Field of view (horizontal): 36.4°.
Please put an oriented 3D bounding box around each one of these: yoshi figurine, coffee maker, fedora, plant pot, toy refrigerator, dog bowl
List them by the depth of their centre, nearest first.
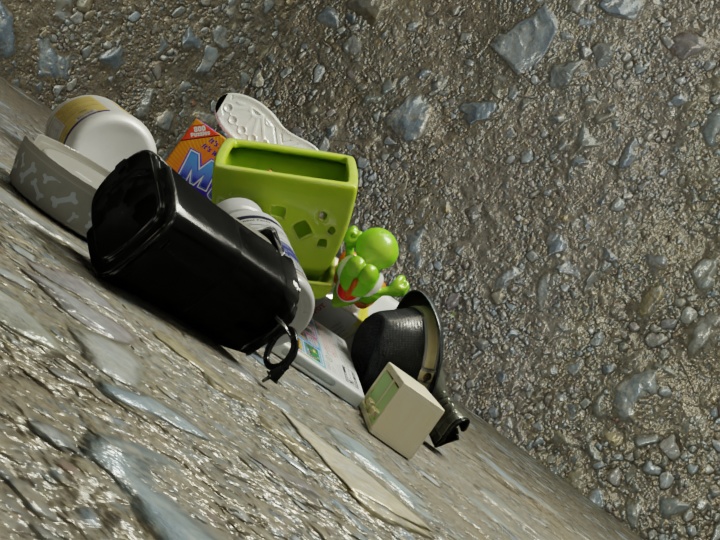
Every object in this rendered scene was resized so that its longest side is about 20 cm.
[{"bbox_3d":[-0.160,-0.009,1.114,0.200,0.135,0.192,35,1,-45],"label":"coffee maker"},{"bbox_3d":[-0.324,-0.088,1.299,0.200,0.059,0.200,32,4,-3],"label":"dog bowl"},{"bbox_3d":[0.047,0.176,1.425,0.070,0.076,0.200,36,0,-5],"label":"toy refrigerator"},{"bbox_3d":[-0.114,-0.072,1.559,0.199,0.182,0.200,8,18,-4],"label":"plant pot"},{"bbox_3d":[0.013,-0.008,1.569,0.112,0.112,0.200,-3,-6,-5],"label":"yoshi figurine"},{"bbox_3d":[0.041,0.123,1.588,0.091,0.201,0.201,8,12,-24],"label":"fedora"}]

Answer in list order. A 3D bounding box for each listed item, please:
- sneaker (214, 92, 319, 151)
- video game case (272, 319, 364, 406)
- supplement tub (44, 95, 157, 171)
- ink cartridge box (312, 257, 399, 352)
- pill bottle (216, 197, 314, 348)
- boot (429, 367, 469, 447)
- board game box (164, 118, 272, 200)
[{"bbox_3d":[-0.159,-0.210,1.794,0.200,0.081,0.146,32,-8,-13],"label":"sneaker"},{"bbox_3d":[-0.083,0.096,1.532,0.182,0.024,0.200,35,11,-18],"label":"video game case"},{"bbox_3d":[-0.415,-0.196,1.729,0.145,0.145,0.200,36,0,-33],"label":"supplement tub"},{"bbox_3d":[-0.019,0.084,1.747,0.200,0.083,0.145,35,-40,-19],"label":"ink cartridge box"},{"bbox_3d":[-0.135,-0.005,1.359,0.111,0.111,0.200,36,16,-37],"label":"pill bottle"},{"bbox_3d":[0.094,0.217,1.687,0.131,0.068,0.200,66,-24,14],"label":"boot"},{"bbox_3d":[-0.230,-0.097,1.771,0.200,0.200,0.200,35,0,-1],"label":"board game box"}]
